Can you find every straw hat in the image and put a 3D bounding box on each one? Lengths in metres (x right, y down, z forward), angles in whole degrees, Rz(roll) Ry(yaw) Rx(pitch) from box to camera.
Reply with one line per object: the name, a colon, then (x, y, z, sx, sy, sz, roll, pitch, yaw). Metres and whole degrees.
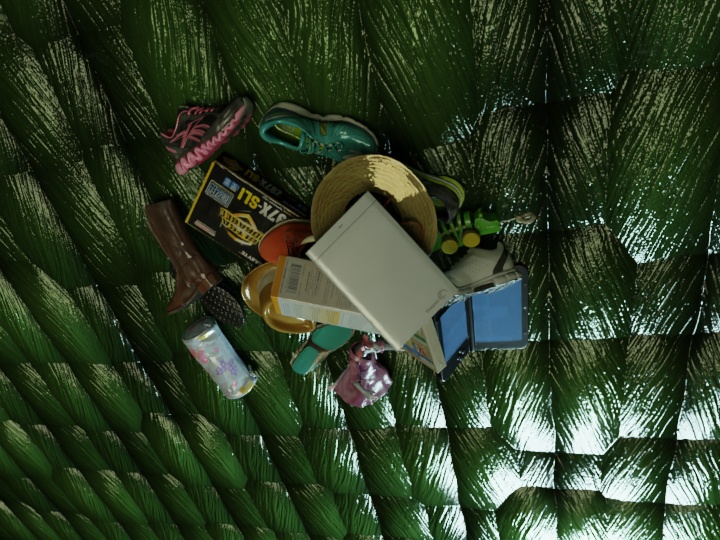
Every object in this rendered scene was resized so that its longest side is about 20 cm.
straw hat: (0.020, -0.077, 0.861, 0.197, 0.085, 0.205, 0, 93, 0)

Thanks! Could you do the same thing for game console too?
game console: (0.223, 0.102, 1.005, 0.117, 0.172, 0.202, 16, 132, 37)

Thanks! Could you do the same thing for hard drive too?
hard drive: (0.032, 0.001, 0.809, 0.132, 0.027, 0.200, -43, 93, 1)

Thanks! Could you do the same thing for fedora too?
fedora: (-0.136, 0.065, 1.056, 0.197, 0.083, 0.202, -5, 137, -4)

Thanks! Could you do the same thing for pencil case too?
pencil case: (-0.319, 0.200, 1.234, 0.090, 0.084, 0.201, -15, 119, 31)

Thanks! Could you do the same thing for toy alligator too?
toy alligator: (0.190, -0.080, 0.913, 0.197, 0.060, 0.055, -18, 124, 25)

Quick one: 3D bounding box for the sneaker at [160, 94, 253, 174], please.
sneaker: (-0.268, -0.248, 0.917, 0.198, 0.079, 0.096, -28, 102, 28)

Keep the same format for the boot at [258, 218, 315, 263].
boot: (-0.106, -0.044, 0.926, 0.197, 0.107, 0.076, -10, 110, 26)

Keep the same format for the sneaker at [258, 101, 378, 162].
sneaker: (-0.070, -0.210, 0.880, 0.197, 0.080, 0.078, 14, 127, 4)

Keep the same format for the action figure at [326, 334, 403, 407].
action figure: (0.009, 0.194, 1.139, 0.148, 0.134, 0.202, 26, 142, 29)

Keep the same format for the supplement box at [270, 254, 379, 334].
supplement box: (-0.041, 0.043, 0.893, 0.197, 0.075, 0.126, 12, 163, -2)

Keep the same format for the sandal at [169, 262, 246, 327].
sandal: (-0.313, 0.038, 1.147, 0.200, 0.048, 0.076, 41, 124, 1)

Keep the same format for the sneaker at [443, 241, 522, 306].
sneaker: (0.173, 0.009, 0.917, 0.197, 0.081, 0.074, -15, 167, -19)

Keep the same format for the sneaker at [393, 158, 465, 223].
sneaker: (0.075, -0.130, 0.897, 0.197, 0.081, 0.075, 12, 127, 6)

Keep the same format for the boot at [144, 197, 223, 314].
boot: (-0.381, -0.028, 1.084, 0.185, 0.064, 0.201, -31, 95, 31)

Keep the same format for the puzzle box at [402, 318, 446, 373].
puzzle box: (0.073, 0.096, 1.011, 0.199, 0.025, 0.134, 28, 147, 51)

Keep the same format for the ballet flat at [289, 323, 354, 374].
ballet flat: (-0.082, 0.146, 1.146, 0.075, 0.064, 0.200, 39, 123, -16)

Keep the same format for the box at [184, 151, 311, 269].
box: (-0.209, -0.100, 1.015, 0.199, 0.050, 0.160, 33, 124, -10)
